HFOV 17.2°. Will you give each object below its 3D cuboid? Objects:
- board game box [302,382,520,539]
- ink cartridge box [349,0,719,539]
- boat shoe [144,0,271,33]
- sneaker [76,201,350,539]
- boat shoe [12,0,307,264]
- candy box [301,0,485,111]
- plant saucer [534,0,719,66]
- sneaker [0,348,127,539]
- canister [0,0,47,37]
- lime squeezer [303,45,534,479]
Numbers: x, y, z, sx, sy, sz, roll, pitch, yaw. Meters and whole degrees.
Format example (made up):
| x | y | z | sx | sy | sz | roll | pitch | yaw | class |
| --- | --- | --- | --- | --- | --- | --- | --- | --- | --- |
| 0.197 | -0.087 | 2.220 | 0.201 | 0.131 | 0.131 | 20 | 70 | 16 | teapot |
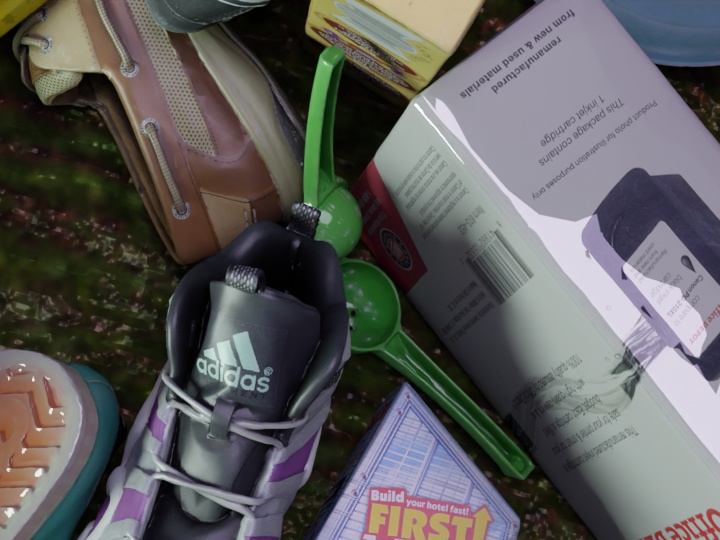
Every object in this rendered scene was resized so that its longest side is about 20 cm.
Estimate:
| x | y | z | sx | sy | sz | roll | pitch | yaw | class |
| --- | --- | --- | --- | --- | --- | --- | --- | --- | --- |
| 0.033 | 0.154 | 0.871 | 0.199 | 0.062 | 0.201 | 18 | 75 | -6 | board game box |
| 0.095 | 0.013 | 0.873 | 0.084 | 0.145 | 0.200 | -37 | 86 | -17 | ink cartridge box |
| -0.022 | -0.164 | 0.887 | 0.073 | 0.068 | 0.200 | 34 | 55 | -18 | boat shoe |
| -0.051 | 0.057 | 0.802 | 0.077 | 0.140 | 0.201 | 15 | 45 | -2 | sneaker |
| -0.095 | -0.092 | 0.900 | 0.074 | 0.076 | 0.200 | -33 | 84 | -13 | boat shoe |
| 0.031 | -0.127 | 0.856 | 0.056 | 0.200 | 0.117 | 31 | 87 | 0 | candy box |
| 0.139 | -0.180 | 0.942 | 0.199 | 0.027 | 0.201 | 0 | 90 | 25 | plant saucer |
| -0.153 | 0.116 | 0.842 | 0.071 | 0.080 | 0.200 | 44 | 94 | 20 | sneaker |
| -0.173 | -0.185 | 0.861 | 0.148 | 0.087 | 0.200 | -37 | 72 | 10 | canister |
| 0.000 | 0.000 | 0.885 | 0.038 | 0.071 | 0.201 | -37 | 124 | -18 | lime squeezer |
